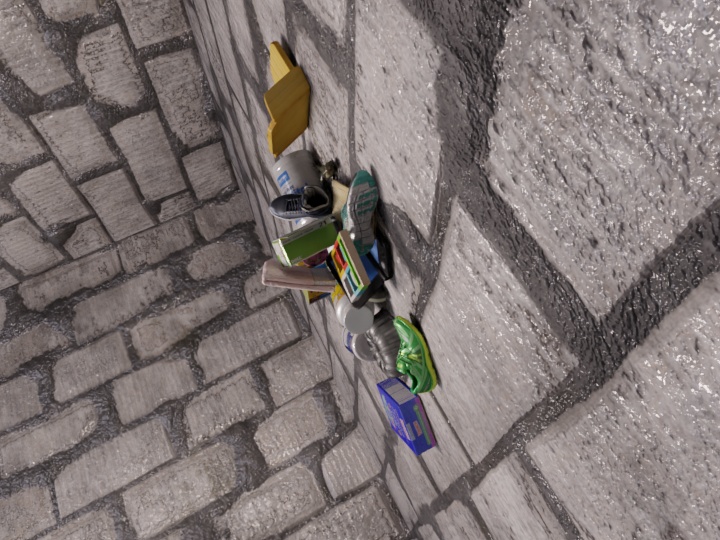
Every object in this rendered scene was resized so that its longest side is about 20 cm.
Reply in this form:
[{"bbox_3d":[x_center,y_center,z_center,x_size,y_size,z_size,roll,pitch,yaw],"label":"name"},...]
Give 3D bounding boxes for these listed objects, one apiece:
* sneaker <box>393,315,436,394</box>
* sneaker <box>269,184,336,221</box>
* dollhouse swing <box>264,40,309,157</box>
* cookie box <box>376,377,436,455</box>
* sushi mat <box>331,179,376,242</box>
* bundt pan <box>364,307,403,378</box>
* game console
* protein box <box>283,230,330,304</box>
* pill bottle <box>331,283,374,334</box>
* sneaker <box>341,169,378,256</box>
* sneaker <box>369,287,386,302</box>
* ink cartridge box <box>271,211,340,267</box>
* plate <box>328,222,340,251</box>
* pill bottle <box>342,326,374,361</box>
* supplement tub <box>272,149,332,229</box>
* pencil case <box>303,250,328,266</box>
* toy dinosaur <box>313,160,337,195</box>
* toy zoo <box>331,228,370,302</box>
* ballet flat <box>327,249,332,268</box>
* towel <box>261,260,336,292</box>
[{"bbox_3d":[0.122,0.208,1.286,0.204,0.082,0.074,68,166,-6],"label":"sneaker"},{"bbox_3d":[-0.162,-0.178,1.395,0.146,0.197,0.079,32,-118,-78],"label":"sneaker"},{"bbox_3d":[-0.227,-0.448,1.384,0.176,0.182,0.200,43,165,3],"label":"dollhouse swing"},{"bbox_3d":[0.137,0.440,1.632,0.175,0.074,0.200,70,166,-14],"label":"cookie box"},{"bbox_3d":[-0.019,-0.146,1.279,0.199,0.012,0.098,36,135,49],"label":"sushi mat"},{"bbox_3d":[0.072,0.215,1.508,0.204,0.074,0.203,60,165,27],"label":"bundt pan"},{"bbox_3d":[-0.014,-0.044,1.318,0.201,0.114,0.178,54,162,38],"label":"game console"},{"bbox_3d":[-0.170,-0.025,1.905,0.201,0.132,0.201,61,166,22],"label":"protein box"},{"bbox_3d":[-0.020,0.095,1.500,0.201,0.110,0.115,-112,3,-67],"label":"pill bottle"},{"bbox_3d":[-0.014,-0.135,1.189,0.091,0.076,0.204,48,142,44],"label":"sneaker"},{"bbox_3d":[0.000,0.000,1.435,0.198,0.074,0.108,33,117,33],"label":"sneaker"},{"bbox_3d":[-0.123,-0.073,1.293,0.077,0.145,0.199,66,162,-8],"label":"ink cartridge box"},{"bbox_3d":[-0.094,-0.114,1.682,0.203,0.032,0.200,63,165,13],"label":"plate"},{"bbox_3d":[0.002,0.218,1.700,0.113,0.109,0.200,67,167,-9],"label":"pill bottle"},{"bbox_3d":[-0.160,-0.228,1.538,0.203,0.130,0.132,63,166,7],"label":"supplement tub"},{"bbox_3d":[-0.135,-0.073,1.568,0.200,0.081,0.088,-101,-12,-74],"label":"pencil case"},{"bbox_3d":[-0.090,-0.248,1.424,0.200,0.046,0.090,-151,49,-71],"label":"toy dinosaur"},{"bbox_3d":[-0.028,-0.002,1.240,0.200,0.020,0.134,124,123,-72],"label":"toy zoo"},{"bbox_3d":[-0.050,0.030,1.610,0.203,0.070,0.071,60,169,-22],"label":"ballet flat"},{"bbox_3d":[-0.161,0.013,1.384,0.200,0.186,0.033,-128,45,-76],"label":"towel"}]
